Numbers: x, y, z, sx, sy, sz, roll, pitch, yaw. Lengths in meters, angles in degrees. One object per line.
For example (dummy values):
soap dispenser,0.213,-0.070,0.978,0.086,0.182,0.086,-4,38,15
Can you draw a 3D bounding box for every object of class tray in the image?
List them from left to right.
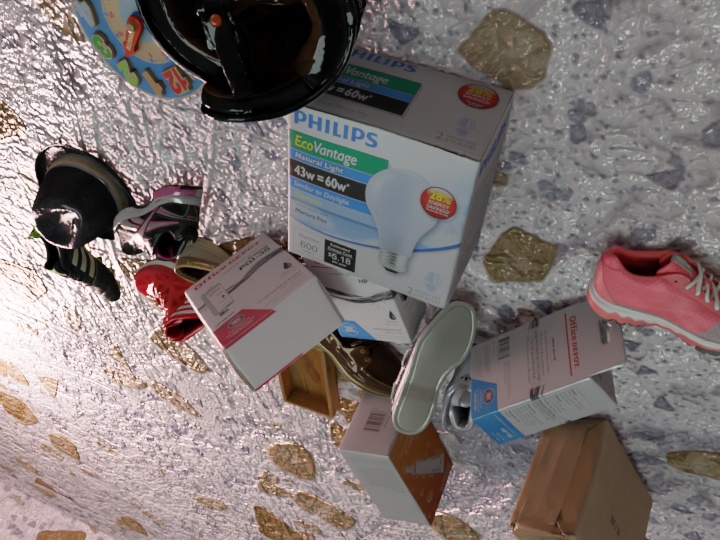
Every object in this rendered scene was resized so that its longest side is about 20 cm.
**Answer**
tray,-0.090,0.166,1.225,0.098,0.037,0.201,16,141,17

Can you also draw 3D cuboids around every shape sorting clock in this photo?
shape sorting clock,-0.248,-0.282,0.820,0.198,0.039,0.201,18,141,15

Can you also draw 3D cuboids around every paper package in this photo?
paper package,0.316,0.340,1.029,0.103,0.191,0.201,-7,130,43

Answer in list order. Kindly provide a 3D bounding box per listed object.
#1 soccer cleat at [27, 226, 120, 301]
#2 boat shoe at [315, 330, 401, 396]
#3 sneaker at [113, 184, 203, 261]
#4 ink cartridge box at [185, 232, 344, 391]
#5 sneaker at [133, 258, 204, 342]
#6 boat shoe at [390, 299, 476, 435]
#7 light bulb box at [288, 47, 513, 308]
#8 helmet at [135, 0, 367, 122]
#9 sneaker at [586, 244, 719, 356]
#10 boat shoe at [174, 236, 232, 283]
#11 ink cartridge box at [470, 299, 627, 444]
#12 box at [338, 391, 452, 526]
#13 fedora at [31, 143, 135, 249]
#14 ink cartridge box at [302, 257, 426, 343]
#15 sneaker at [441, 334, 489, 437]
soccer cleat,-0.486,-0.009,1.244,0.067,0.081,0.201,-2,133,34
boat shoe,-0.004,0.113,1.080,0.199,0.072,0.068,39,143,-8
sneaker,-0.295,-0.051,1.047,0.080,0.087,0.199,6,159,-38
ink cartridge box,-0.133,0.047,0.962,0.083,0.146,0.200,59,167,-31
sneaker,-0.309,0.048,1.166,0.198,0.116,0.079,0,134,32
boat shoe,0.094,0.122,0.979,0.073,0.060,0.202,16,108,-11
light bulb box,0.035,-0.098,0.766,0.196,0.125,0.201,19,138,13
helmet,-0.099,-0.242,0.646,0.197,0.192,0.202,-10,131,-12
sneaker,0.338,0.025,0.760,0.198,0.074,0.087,13,138,21
boat shoe,-0.188,0.024,1.101,0.198,0.067,0.074,25,142,6
ink cartridge box,0.231,0.118,0.872,0.199,0.117,0.067,-27,124,31
box,0.063,0.309,1.213,0.096,0.125,0.201,-1,134,32
fedora,-0.437,-0.094,1.108,0.198,0.092,0.202,18,140,15
ink cartridge box,0.000,0.000,0.953,0.115,0.068,0.201,2,134,30
sneaker,0.162,0.193,1.026,0.074,0.115,0.201,7,137,27
